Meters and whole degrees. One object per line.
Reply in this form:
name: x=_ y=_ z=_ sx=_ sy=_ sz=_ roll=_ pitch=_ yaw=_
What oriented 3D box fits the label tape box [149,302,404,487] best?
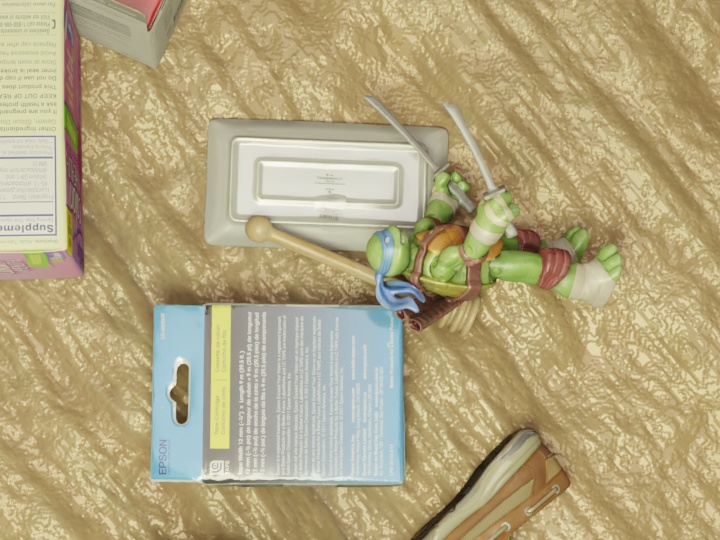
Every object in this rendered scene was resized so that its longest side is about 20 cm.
label tape box: x=-0.066 y=0.101 z=1.605 sx=0.200 sy=0.066 sz=0.144 roll=0 pitch=82 yaw=-2

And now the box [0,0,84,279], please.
box: x=-0.268 y=-0.101 z=1.556 sx=0.097 sy=0.176 sz=0.200 roll=0 pitch=83 yaw=-4

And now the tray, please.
tray: x=-0.027 y=-0.070 z=1.648 sx=0.200 sy=0.022 sz=0.108 roll=2 pitch=84 yaw=-4

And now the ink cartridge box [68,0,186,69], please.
ink cartridge box: x=-0.238 y=-0.250 z=1.576 sx=0.200 sy=0.176 sz=0.084 roll=23 pitch=82 yaw=-2

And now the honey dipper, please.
honey dipper: x=0.000 y=0.000 z=1.629 sx=0.200 sy=0.038 sz=0.038 roll=23 pitch=82 yaw=-4

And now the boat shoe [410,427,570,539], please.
boat shoe: x=0.090 y=0.216 z=1.598 sx=0.072 sy=0.076 sz=0.200 roll=43 pitch=84 yaw=-1

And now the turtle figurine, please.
turtle figurine: x=0.107 y=-0.049 z=1.579 sx=0.194 sy=0.144 sz=0.200 roll=13 pitch=68 yaw=-24
